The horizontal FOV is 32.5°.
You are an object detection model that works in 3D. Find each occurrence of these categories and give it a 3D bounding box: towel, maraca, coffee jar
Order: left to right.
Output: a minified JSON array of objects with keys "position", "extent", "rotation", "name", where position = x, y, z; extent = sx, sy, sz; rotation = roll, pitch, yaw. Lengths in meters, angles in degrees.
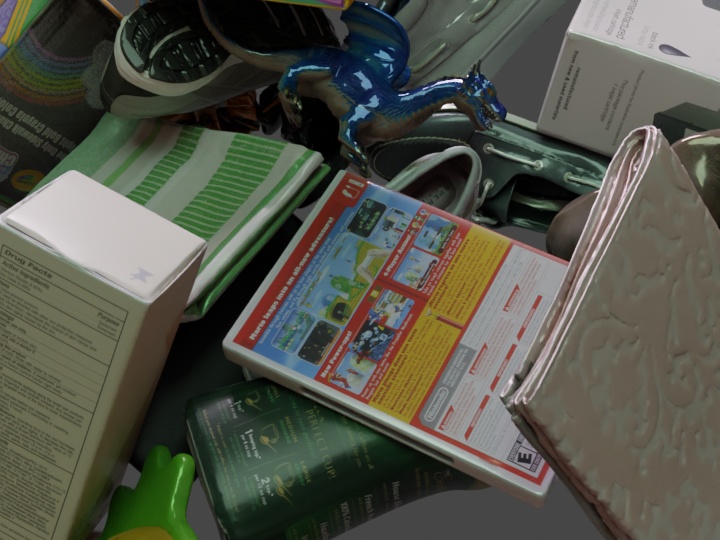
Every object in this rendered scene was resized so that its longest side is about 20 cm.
[{"position":[-0.117,0.188,0.654],"extent":[0.106,0.137,0.201],"rotation":[25,37,-31],"name":"maraca"},{"position":[-0.134,-0.041,0.785],"extent":[0.199,0.023,0.153],"rotation":[17,57,37],"name":"towel"},{"position":[0.003,0.096,0.723],"extent":[0.198,0.086,0.105],"rotation":[-18,57,-8],"name":"coffee jar"},{"position":[0.165,0.056,0.682],"extent":[0.032,0.200,0.192],"rotation":[0,49,46],"name":"towel"}]

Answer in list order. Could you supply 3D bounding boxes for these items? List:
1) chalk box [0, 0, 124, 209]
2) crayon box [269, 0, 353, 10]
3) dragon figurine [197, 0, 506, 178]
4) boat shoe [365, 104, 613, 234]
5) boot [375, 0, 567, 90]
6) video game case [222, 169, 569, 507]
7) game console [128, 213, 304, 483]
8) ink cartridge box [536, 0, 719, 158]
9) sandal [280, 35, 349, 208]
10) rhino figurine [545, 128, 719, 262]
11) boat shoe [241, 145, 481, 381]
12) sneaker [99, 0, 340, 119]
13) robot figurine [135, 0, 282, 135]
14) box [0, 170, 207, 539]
[{"position":[-0.262,-0.131,0.869],"extent":[0.200,0.124,0.124],"rotation":[-47,61,3],"name":"chalk box"},{"position":[-0.089,-0.225,0.808],"extent":[0.198,0.059,0.173],"rotation":[8,24,7],"name":"crayon box"},{"position":[-0.002,-0.129,0.782],"extent":[0.199,0.059,0.100],"rotation":[38,81,13],"name":"dragon figurine"},{"position":[0.095,-0.062,0.835],"extent":[0.198,0.073,0.062],"rotation":[10,52,6],"name":"boat shoe"},{"position":[0.087,-0.209,0.860],"extent":[0.200,0.095,0.074],"rotation":[-51,29,8],"name":"boot"},{"position":[0.041,0.031,0.702],"extent":[0.199,0.018,0.143],"rotation":[24,60,17],"name":"video game case"},{"position":[-0.138,0.024,0.831],"extent":[0.175,0.117,0.200],"rotation":[7,49,48],"name":"game console"},{"position":[0.235,-0.126,0.821],"extent":[0.198,0.084,0.146],"rotation":[21,43,8],"name":"ink cartridge box"},{"position":[-0.026,-0.120,0.880],"extent":[0.075,0.048,0.201],"rotation":[-31,30,38],"name":"sandal"},{"position":[0.204,-0.039,0.755],"extent":[0.199,0.088,0.060],"rotation":[-31,24,21],"name":"rhino figurine"},{"position":[0.002,0.001,0.780],"extent":[0.202,0.065,0.074],"rotation":[-44,87,-8],"name":"boat shoe"},{"position":[-0.095,-0.151,0.844],"extent":[0.199,0.079,0.074],"rotation":[-22,80,-43],"name":"sneaker"},{"position":[-0.115,-0.178,0.945],"extent":[0.143,0.058,0.201],"rotation":[-4,54,4],"name":"robot figurine"},{"position":[-0.165,0.058,0.683],"extent":[0.094,0.201,0.078],"rotation":[29,30,5],"name":"box"}]
